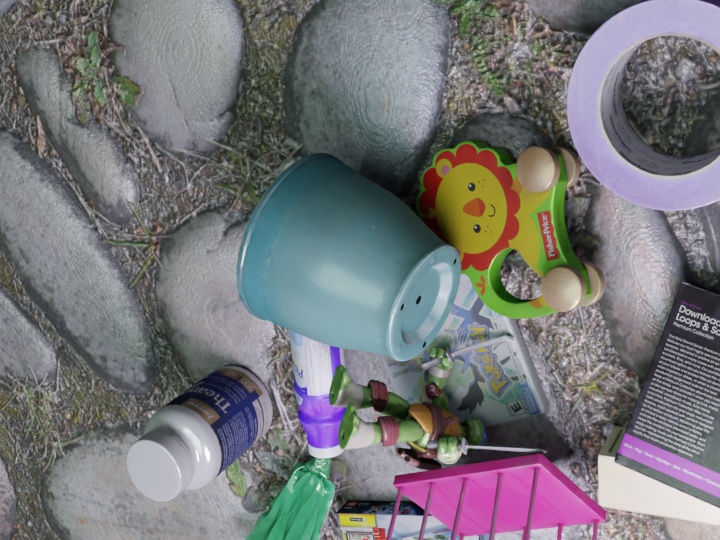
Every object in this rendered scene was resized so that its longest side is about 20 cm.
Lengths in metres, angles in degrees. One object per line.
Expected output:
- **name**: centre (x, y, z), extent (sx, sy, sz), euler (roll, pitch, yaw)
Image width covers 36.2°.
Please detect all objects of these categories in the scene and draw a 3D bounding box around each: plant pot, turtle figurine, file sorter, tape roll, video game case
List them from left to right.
- **plant pot**: centre (0.000, 0.000, 1.198), extent (0.187, 0.199, 0.202), euler (27, 119, 27)
- **turtle figurine**: centre (0.075, 0.143, 1.222), extent (0.200, 0.192, 0.146), euler (141, 133, -61)
- **video game case**: centre (0.105, 0.093, 1.296), extent (0.181, 0.022, 0.202), euler (-19, 98, 32)
- **file sorter**: centre (0.141, 0.299, 1.200), extent (0.199, 0.126, 0.139), euler (-17, 134, 38)
- **tape roll**: centre (0.305, -0.165, 1.060), extent (0.198, 0.085, 0.202), euler (10, 113, 25)

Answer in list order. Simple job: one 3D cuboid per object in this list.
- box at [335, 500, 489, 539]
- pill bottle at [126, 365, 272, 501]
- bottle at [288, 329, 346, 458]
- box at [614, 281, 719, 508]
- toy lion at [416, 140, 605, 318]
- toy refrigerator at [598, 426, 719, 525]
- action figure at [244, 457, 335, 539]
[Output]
- **box**: centre (0.074, 0.364, 1.401), extent (0.198, 0.038, 0.138), euler (-5, 105, 30)
- **pill bottle**: centre (-0.205, 0.208, 1.398), extent (0.110, 0.200, 0.112), euler (10, 112, 24)
- **bottle**: centre (-0.051, 0.131, 1.358), extent (0.065, 0.084, 0.202), euler (-8, 109, -12)
- **box**: centre (0.360, 0.129, 1.115), extent (0.142, 0.036, 0.202), euler (22, 95, 26)
- **toy lion**: centre (0.150, -0.045, 1.189), extent (0.190, 0.068, 0.202), euler (-14, 88, 37)
- **toy refrigerator**: centre (0.360, 0.219, 1.173), extent (0.198, 0.076, 0.071), euler (4, 110, 28)
- **action figure**: centre (-0.080, 0.323, 1.460), extent (0.117, 0.055, 0.202), euler (30, 112, 17)
